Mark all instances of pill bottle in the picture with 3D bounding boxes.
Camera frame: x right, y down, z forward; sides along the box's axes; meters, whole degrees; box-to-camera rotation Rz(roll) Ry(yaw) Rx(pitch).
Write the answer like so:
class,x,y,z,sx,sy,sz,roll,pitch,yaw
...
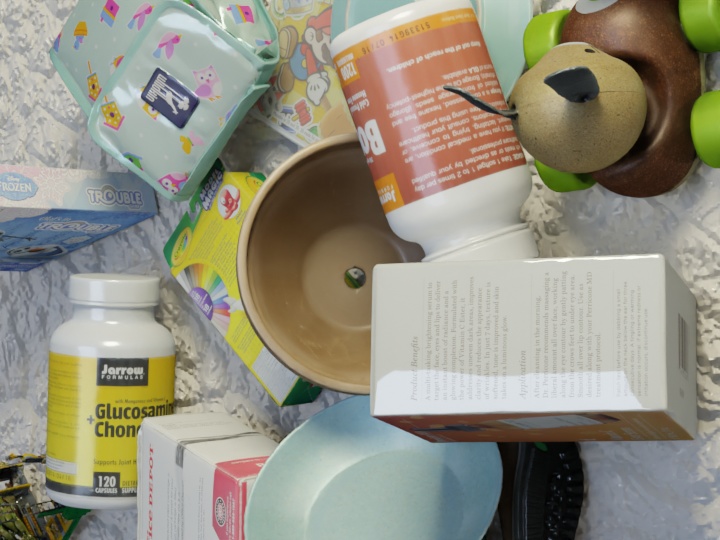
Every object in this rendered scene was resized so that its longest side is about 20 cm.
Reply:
class,x,y,z,sx,sy,sz,roll,pitch,yaw
pill bottle,0.059,-0.091,1.398,0.112,0.112,0.200,-21,87,39
pill bottle,-0.221,0.105,1.691,0.112,0.112,0.200,5,95,41

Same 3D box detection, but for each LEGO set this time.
class,x,y,z,sx,sy,sz,roll,pitch,yaw
LEGO set,-0.354,0.213,1.774,0.116,0.200,0.154,57,144,26

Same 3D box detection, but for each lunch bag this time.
class,x,y,z,sx,sy,sz,roll,pitch,yaw
lunch bag,-0.158,-0.179,1.616,0.170,0.122,0.200,-52,51,29

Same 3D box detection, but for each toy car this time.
class,x,y,z,sx,sy,sz,roll,pitch,yaw
toy car,0.152,-0.129,1.304,0.164,0.200,0.158,-8,86,41

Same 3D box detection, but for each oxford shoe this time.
class,x,y,z,sx,sy,sz,roll,pitch,yaw
oxford shoe,0.117,0.141,1.431,0.084,0.073,0.200,-17,68,42

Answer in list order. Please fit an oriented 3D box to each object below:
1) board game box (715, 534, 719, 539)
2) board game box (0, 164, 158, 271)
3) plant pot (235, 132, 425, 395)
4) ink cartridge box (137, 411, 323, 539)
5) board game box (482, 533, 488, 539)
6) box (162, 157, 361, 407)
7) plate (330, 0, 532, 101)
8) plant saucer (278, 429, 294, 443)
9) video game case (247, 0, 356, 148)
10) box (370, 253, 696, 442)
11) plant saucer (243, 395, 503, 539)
class,x,y,z,sx,sy,sz,roll,pitch,yaw
board game box,0.293,0.278,1.286,0.196,0.056,0.200,49,120,29
board game box,-0.322,-0.044,1.718,0.199,0.200,0.043,-21,75,40
plant pot,0.000,0.000,1.482,0.093,0.201,0.201,133,128,-78
ink cartridge box,-0.109,0.208,1.555,0.200,0.085,0.146,18,109,58
board game box,0.033,0.215,1.494,0.134,0.034,0.200,-14,83,26
box,-0.084,0.006,1.615,0.200,0.048,0.117,48,120,27
plate,0.046,-0.194,1.483,0.200,0.026,0.201,1,92,41
plant saucer,-0.028,0.224,1.583,0.200,0.029,0.200,2,93,42
video game case,-0.005,-0.176,1.557,0.200,0.023,0.182,34,112,35
box,0.123,0.058,1.315,0.200,0.152,0.107,-3,78,18
plant saucer,0.014,0.176,1.408,0.201,0.039,0.201,-14,45,14
